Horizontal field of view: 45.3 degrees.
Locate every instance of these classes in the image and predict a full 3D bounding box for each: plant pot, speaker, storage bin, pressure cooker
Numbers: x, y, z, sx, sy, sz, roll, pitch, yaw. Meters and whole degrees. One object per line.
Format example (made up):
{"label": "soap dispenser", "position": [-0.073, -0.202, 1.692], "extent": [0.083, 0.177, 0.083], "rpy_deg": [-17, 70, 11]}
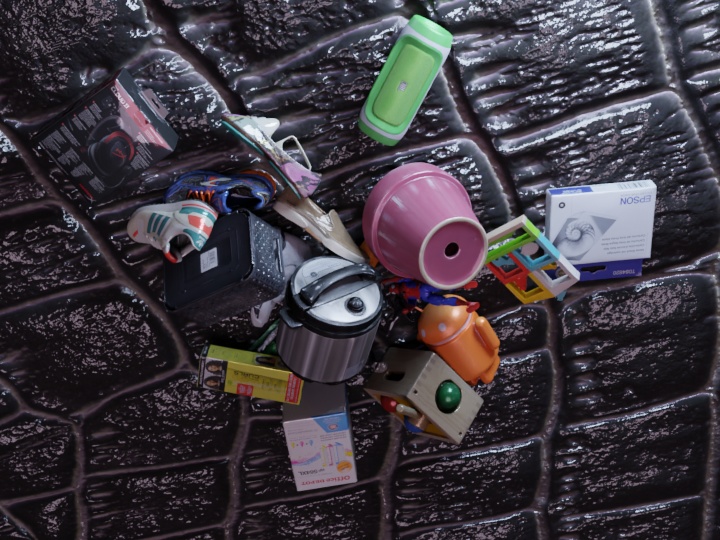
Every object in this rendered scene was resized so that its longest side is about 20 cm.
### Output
{"label": "plant pot", "position": [0.121, -0.061, 1.473], "extent": [0.198, 0.179, 0.202], "rpy_deg": [-9, 117, -18]}
{"label": "speaker", "position": [0.072, -0.310, 1.417], "extent": [0.088, 0.089, 0.201], "rpy_deg": [23, 115, -15]}
{"label": "storage bin", "position": [-0.239, -0.002, 1.497], "extent": [0.198, 0.137, 0.094], "rpy_deg": [-23, 149, 25]}
{"label": "pressure cooker", "position": [-0.049, 0.074, 1.479], "extent": [0.176, 0.177, 0.201], "rpy_deg": [15, 133, -1]}

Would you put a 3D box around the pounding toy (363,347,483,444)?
{"label": "pounding toy", "position": [0.111, 0.245, 1.627], "extent": [0.184, 0.199, 0.143], "rpy_deg": [44, 69, -23]}

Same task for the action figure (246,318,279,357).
{"label": "action figure", "position": [-0.164, 0.156, 1.672], "extent": [0.118, 0.055, 0.200], "rpy_deg": [35, 107, -17]}

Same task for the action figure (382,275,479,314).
{"label": "action figure", "position": [0.107, 0.044, 1.555], "extent": [0.098, 0.199, 0.066], "rpy_deg": [-13, 102, -39]}

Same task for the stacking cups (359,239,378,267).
{"label": "stacking cups", "position": [0.000, 0.000, 1.597], "extent": [0.060, 0.061, 0.201], "rpy_deg": [30, 109, -18]}

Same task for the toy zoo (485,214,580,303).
{"label": "toy zoo", "position": [0.313, -0.007, 1.600], "extent": [0.200, 0.021, 0.131], "rpy_deg": [42, 135, -22]}

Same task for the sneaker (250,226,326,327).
{"label": "sneaker", "position": [-0.134, 0.024, 1.586], "extent": [0.113, 0.075, 0.202], "rpy_deg": [13, 114, -8]}

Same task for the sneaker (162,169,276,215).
{"label": "sneaker", "position": [-0.247, -0.131, 1.494], "extent": [0.197, 0.079, 0.076], "rpy_deg": [-8, 118, 3]}

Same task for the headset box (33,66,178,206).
{"label": "headset box", "position": [-0.411, -0.226, 1.435], "extent": [0.199, 0.075, 0.149], "rpy_deg": [-32, 116, 13]}

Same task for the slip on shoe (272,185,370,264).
{"label": "slip on shoe", "position": [-0.059, -0.080, 1.529], "extent": [0.199, 0.076, 0.061], "rpy_deg": [35, 92, 1]}

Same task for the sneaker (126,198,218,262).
{"label": "sneaker", "position": [-0.335, -0.060, 1.479], "extent": [0.198, 0.094, 0.070], "rpy_deg": [-8, 146, 31]}

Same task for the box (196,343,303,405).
{"label": "box", "position": [-0.205, 0.196, 1.631], "extent": [0.197, 0.050, 0.076], "rpy_deg": [11, 116, -4]}

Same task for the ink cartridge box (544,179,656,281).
{"label": "ink cartridge box", "position": [0.440, -0.061, 1.599], "extent": [0.197, 0.041, 0.202], "rpy_deg": [-6, 118, -1]}

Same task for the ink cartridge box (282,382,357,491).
{"label": "ink cartridge box", "position": [-0.078, 0.336, 1.729], "extent": [0.127, 0.126, 0.202], "rpy_deg": [-8, 118, 1]}

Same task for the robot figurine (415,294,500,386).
{"label": "robot figurine", "position": [0.184, 0.129, 1.641], "extent": [0.116, 0.144, 0.201], "rpy_deg": [-40, 111, -3]}

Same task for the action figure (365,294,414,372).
{"label": "action figure", "position": [0.003, 0.133, 1.641], "extent": [0.118, 0.102, 0.200], "rpy_deg": [33, 110, -30]}

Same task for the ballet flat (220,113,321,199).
{"label": "ballet flat", "position": [-0.145, -0.210, 1.465], "extent": [0.200, 0.069, 0.071], "rpy_deg": [43, 88, -12]}
